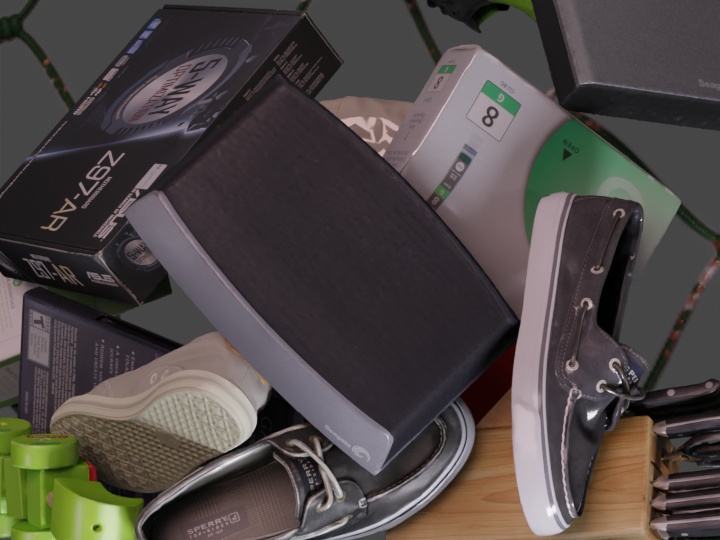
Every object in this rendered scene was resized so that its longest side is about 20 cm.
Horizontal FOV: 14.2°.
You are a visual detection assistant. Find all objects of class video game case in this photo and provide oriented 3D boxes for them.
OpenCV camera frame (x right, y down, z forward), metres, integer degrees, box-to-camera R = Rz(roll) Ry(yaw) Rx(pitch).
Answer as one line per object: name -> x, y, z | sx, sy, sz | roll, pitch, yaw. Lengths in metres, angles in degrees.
video game case -> -0.122, 0.106, 1.703 | 0.200, 0.019, 0.143 | 20, 118, 29

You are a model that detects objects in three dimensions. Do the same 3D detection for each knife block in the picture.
knife block -> 0.138, 0.136, 1.602 | 0.200, 0.064, 0.176 | -46, 57, -2

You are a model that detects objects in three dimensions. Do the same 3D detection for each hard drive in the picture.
hard drive -> -0.016, -0.003, 1.570 | 0.135, 0.042, 0.200 | -42, 86, -17
hard drive -> 0.159, -0.175, 1.708 | 0.033, 0.139, 0.200 | -49, 45, 47

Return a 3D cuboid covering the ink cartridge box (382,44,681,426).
ink cartridge box -> 0.070, -0.003, 1.646 | 0.200, 0.161, 0.050 | -60, 22, -13

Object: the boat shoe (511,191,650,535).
boat shoe -> 0.126, 0.048, 1.577 | 0.066, 0.070, 0.200 | -3, 59, 20

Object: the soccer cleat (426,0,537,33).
soccer cleat -> 0.046, -0.189, 1.796 | 0.068, 0.081, 0.200 | -43, 34, -25

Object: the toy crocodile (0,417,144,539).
toy crocodile -> -0.187, 0.125, 1.684 | 0.200, 0.062, 0.068 | 10, 101, 63

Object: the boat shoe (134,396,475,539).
boat shoe -> -0.030, 0.121, 1.588 | 0.200, 0.071, 0.072 | -26, 78, 3

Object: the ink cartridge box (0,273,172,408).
ink cartridge box -> -0.206, 0.018, 1.808 | 0.200, 0.059, 0.104 | -22, 59, 12

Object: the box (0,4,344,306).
box -> -0.124, -0.073, 1.723 | 0.200, 0.044, 0.160 | -51, 31, -19

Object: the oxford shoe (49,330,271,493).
oxford shoe -> -0.110, 0.079, 1.640 | 0.200, 0.075, 0.058 | -24, 28, 54

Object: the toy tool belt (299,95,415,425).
toy tool belt -> 0.000, 0.000, 1.714 | 0.125, 0.123, 0.200 | 11, 83, 12
